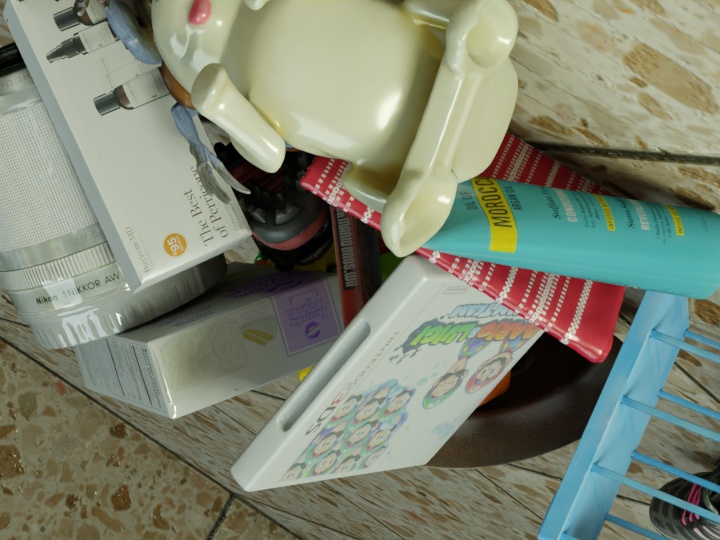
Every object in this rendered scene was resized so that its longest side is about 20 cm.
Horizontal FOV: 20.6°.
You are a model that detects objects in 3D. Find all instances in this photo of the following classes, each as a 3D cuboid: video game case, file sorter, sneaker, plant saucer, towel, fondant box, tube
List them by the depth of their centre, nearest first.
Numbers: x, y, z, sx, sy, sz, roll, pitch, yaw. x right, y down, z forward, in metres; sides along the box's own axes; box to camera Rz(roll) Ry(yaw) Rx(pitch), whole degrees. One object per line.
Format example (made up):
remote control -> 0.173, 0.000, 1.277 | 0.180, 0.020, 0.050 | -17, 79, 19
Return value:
tube -> 0.108, -0.022, 1.108 | 0.199, 0.051, 0.078 | 8, -154, -20
towel -> 0.071, -0.036, 1.146 | 0.199, 0.145, 0.023 | 31, 127, -3
video game case -> 0.035, 0.060, 1.210 | 0.024, 0.182, 0.200 | 50, -154, 23
file sorter -> 0.211, 0.116, 1.252 | 0.122, 0.201, 0.139 | 21, 165, 17
video game case -> 0.000, 0.000, 1.315 | 0.017, 0.201, 0.143 | -9, 159, 5
sneaker -> -0.046, -0.042, 1.346 | 0.098, 0.071, 0.200 | 58, 179, -18
fondant box -> -0.108, 0.045, 1.395 | 0.200, 0.144, 0.059 | 9, 116, 65
plant saucer -> 0.099, 0.077, 1.421 | 0.200, 0.200, 0.032 | 14, 127, 48
sneaker -> 0.293, 0.184, 1.591 | 0.087, 0.074, 0.200 | 36, 160, -26

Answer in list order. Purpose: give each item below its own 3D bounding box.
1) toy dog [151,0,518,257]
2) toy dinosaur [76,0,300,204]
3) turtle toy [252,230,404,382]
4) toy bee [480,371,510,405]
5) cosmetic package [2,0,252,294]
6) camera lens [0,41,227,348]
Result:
toy dog -> -0.020, -0.122, 1.061 | 0.199, 0.140, 0.194 | 24, -158, 16
toy dinosaur -> -0.088, -0.144, 1.226 | 0.181, 0.105, 0.200 | 44, -166, -54
turtle toy -> -0.014, 0.017, 1.526 | 0.199, 0.146, 0.101 | 17, 141, 39
toy bee -> 0.077, -0.008, 1.315 | 0.131, 0.200, 0.109 | -7, -134, -45
cosmetic package -> -0.149, -0.094, 1.267 | 0.201, 0.082, 0.051 | 64, 166, 1
camera lens -> -0.194, -0.066, 1.378 | 0.160, 0.159, 0.201 | 3, 117, 62
